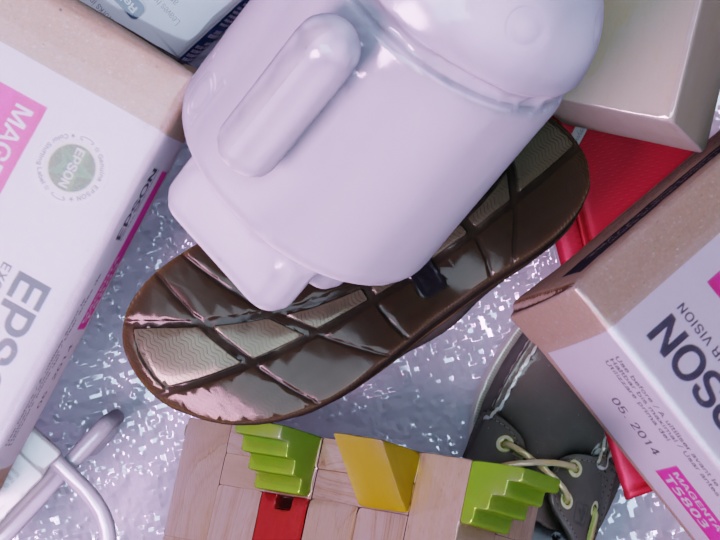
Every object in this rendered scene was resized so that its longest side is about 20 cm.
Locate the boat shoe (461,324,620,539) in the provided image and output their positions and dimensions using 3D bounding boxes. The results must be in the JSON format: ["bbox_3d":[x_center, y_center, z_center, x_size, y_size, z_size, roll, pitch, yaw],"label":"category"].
[{"bbox_3d":[0.069,0.103,1.180,0.072,0.060,0.202,21,91,0],"label":"boat shoe"}]

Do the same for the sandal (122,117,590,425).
[{"bbox_3d":[0.000,0.000,1.122,0.200,0.055,0.082,-32,82,-12],"label":"sandal"}]

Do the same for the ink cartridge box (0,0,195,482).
[{"bbox_3d":[-0.177,-0.028,1.104,0.164,0.075,0.201,28,91,1],"label":"ink cartridge box"}]

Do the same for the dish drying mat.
[{"bbox_3d":[0.119,-0.010,1.174,0.077,0.018,0.201,-13,86,-25],"label":"dish drying mat"}]

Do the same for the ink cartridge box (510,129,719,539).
[{"bbox_3d":[0.189,0.039,1.138,0.165,0.075,0.200,-40,95,-19],"label":"ink cartridge box"}]

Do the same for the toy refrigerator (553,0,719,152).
[{"bbox_3d":[0.121,-0.156,1.108,0.070,0.076,0.201,13,88,18],"label":"toy refrigerator"}]

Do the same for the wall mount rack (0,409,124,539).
[{"bbox_3d":[-0.202,0.087,1.189,0.200,0.075,0.174,43,91,0],"label":"wall mount rack"}]

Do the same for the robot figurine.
[{"bbox_3d":[0.011,-0.075,1.022,0.113,0.169,0.200,46,119,10],"label":"robot figurine"}]

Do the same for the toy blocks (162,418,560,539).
[{"bbox_3d":[-0.014,0.138,1.123,0.199,0.100,0.137,6,80,40],"label":"toy blocks"}]

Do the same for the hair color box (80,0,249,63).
[{"bbox_3d":[-0.096,-0.134,1.173,0.200,0.061,0.100,-42,91,4],"label":"hair color box"}]
